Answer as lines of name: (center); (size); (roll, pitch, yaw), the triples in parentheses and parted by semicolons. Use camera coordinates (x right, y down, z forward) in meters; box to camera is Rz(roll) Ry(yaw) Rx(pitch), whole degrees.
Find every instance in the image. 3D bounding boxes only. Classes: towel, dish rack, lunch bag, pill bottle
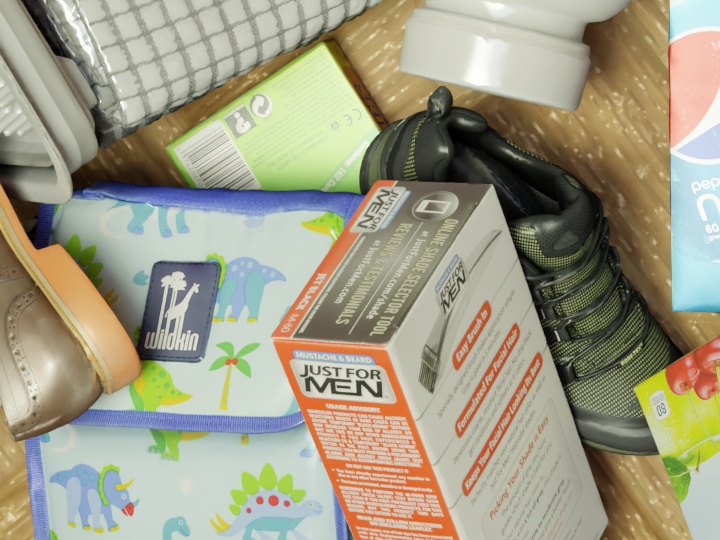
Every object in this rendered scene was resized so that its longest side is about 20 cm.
towel: (-0.094, -0.178, 1.249); (0.165, 0.086, 0.200); (-28, 92, -20)
dish rack: (-0.191, -0.124, 1.222); (0.044, 0.172, 0.200); (-38, 111, -23)
lunch bag: (-0.063, 0.060, 1.271); (0.170, 0.127, 0.200); (2, 102, 23)
pill bottle: (0.078, -0.176, 1.219); (0.112, 0.112, 0.200); (13, 94, 11)

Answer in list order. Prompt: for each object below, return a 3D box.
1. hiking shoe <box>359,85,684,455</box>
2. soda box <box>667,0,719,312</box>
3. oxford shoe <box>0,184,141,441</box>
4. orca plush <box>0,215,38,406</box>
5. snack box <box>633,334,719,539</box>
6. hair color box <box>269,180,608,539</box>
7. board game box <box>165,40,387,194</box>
hiking shoe: (0.083, 0.006, 1.246); (0.200, 0.101, 0.076); (44, 72, -3)
soda box: (0.172, -0.084, 1.243); (0.064, 0.068, 0.200); (0, 98, 12)
oxford shoe: (-0.183, -0.007, 1.227); (0.073, 0.071, 0.200); (-36, 60, -16)
orca plush: (-0.199, 0.041, 1.361); (0.105, 0.071, 0.200); (18, 112, -36)
snack box: (0.226, 0.083, 1.158); (0.200, 0.068, 0.169); (-36, 68, 47)
hair color box: (0.039, 0.072, 1.214); (0.064, 0.111, 0.200); (4, 130, 30)
board game box: (0.000, 0.000, 1.315); (0.095, 0.030, 0.200); (-32, 87, 16)
